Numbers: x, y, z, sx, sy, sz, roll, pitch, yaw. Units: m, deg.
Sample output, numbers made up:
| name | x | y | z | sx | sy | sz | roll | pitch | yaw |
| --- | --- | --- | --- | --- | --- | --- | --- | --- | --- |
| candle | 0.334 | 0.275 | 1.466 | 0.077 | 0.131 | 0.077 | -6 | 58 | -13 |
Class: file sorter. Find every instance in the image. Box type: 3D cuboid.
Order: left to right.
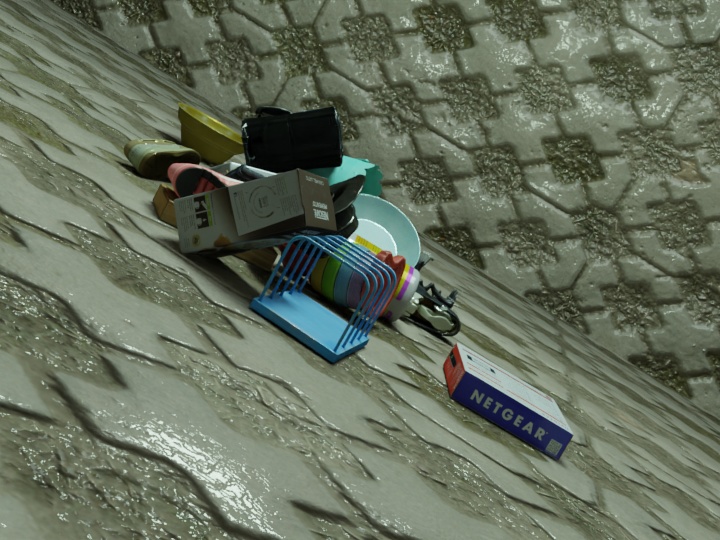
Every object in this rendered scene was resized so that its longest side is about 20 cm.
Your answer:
| name | x | y | z | sx | sy | sz | roll | pitch | yaw |
| --- | --- | --- | --- | --- | --- | --- | --- | --- | --- |
| file sorter | -0.041 | 0.029 | 1.359 | 0.138 | 0.124 | 0.200 | 33 | 9 | 10 |

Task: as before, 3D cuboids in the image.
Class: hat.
| name | x | y | z | sx | sy | sz | roll | pitch | yaw |
| --- | --- | --- | --- | --- | --- | --- | --- | --- | --- |
| hat | -0.060 | -0.068 | 1.524 | 0.082 | 0.199 | 0.201 | 57 | 0 | -20 |

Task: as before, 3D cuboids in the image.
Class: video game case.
| name | x | y | z | sx | sy | sz | roll | pitch | yaw |
| --- | --- | --- | --- | --- | --- | --- | --- | --- | --- |
| video game case | -0.203 | -0.172 | 1.908 | 0.197 | 0.024 | 0.181 | 12 | -7 | -30 |

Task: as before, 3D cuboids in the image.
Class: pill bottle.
| name | x | y | z | sx | sy | sz | roll | pitch | yaw |
| --- | --- | --- | --- | --- | --- | --- | --- | --- | --- |
| pill bottle | 0.000 | 0.000 | 1.707 | 0.198 | 0.105 | 0.104 | 30 | 9 | -6 |

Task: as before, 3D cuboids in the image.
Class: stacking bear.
| name | x | y | z | sx | sy | sz | roll | pitch | yaw |
| --- | --- | --- | --- | --- | --- | --- | --- | --- | --- |
| stacking bear | -0.043 | -0.007 | 1.603 | 0.197 | 0.116 | 0.121 | 22 | 2 | 21 |

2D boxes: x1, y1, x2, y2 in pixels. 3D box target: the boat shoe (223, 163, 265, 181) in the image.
| name | x | y | z | sx | sy | sz | roll | pitch | yaw |
| --- | --- | --- | --- | --- | --- | --- | --- | --- | --- |
| boat shoe | -0.230 | -0.141 | 1.665 | 0.198 | 0.092 | 0.071 | 22 | -5 | 36 |

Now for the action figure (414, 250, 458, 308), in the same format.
| name | x | y | z | sx | sy | sz | roll | pitch | yaw |
| --- | --- | --- | --- | --- | --- | --- | --- | --- | --- |
| action figure | 0.096 | 0.012 | 1.921 | 0.199 | 0.104 | 0.118 | 33 | -15 | -30 |

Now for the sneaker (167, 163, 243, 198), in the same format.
| name | x | y | z | sx | sy | sz | roll | pitch | yaw |
| --- | --- | --- | --- | --- | --- | --- | --- | --- | --- |
| sneaker | -0.221 | -0.127 | 1.542 | 0.198 | 0.075 | 0.087 | 26 | 6 | -37 |

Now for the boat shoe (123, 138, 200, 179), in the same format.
| name | x | y | z | sx | sy | sz | roll | pitch | yaw |
| --- | --- | --- | --- | --- | --- | --- | --- | --- | --- |
| boat shoe | -0.357 | -0.208 | 1.751 | 0.066 | 0.075 | 0.200 | 38 | 10 | 13 |

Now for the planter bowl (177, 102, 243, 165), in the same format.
| name | x | y | z | sx | sy | sz | roll | pitch | yaw |
| --- | --- | --- | --- | --- | --- | --- | --- | --- | --- |
| planter bowl | -0.356 | -0.303 | 2.246 | 0.198 | 0.084 | 0.201 | 31 | 9 | -6 |

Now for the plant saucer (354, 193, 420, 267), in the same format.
| name | x | y | z | sx | sy | sz | roll | pitch | yaw |
| --- | --- | --- | --- | --- | --- | --- | --- | --- | --- |
| plant saucer | 0.018 | -0.057 | 1.841 | 0.197 | 0.039 | 0.204 | 14 | 50 | -17 |

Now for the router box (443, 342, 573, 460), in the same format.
| name | x | y | z | sx | sy | sz | roll | pitch | yaw |
| --- | --- | --- | --- | --- | --- | --- | --- | --- | --- |
| router box | 0.231 | 0.204 | 1.544 | 0.198 | 0.049 | 0.180 | 31 | 9 | -3 |

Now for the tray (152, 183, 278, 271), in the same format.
| name | x | y | z | sx | sy | sz | roll | pitch | yaw |
| --- | --- | --- | --- | --- | --- | --- | --- | --- | --- |
| tray | -0.232 | -0.070 | 1.543 | 0.198 | 0.037 | 0.099 | 26 | 10 | -26 |

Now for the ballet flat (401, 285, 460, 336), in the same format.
| name | x | y | z | sx | sy | sz | roll | pitch | yaw |
| --- | --- | --- | --- | --- | --- | --- | --- | --- | --- |
| ballet flat | 0.112 | 0.069 | 1.829 | 0.198 | 0.074 | 0.073 | 31 | 8 | -18 |

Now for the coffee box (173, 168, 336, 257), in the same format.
| name | x | y | z | sx | sy | sz | roll | pitch | yaw |
| --- | --- | --- | --- | --- | --- | --- | --- | --- | --- |
| coffee box | -0.148 | -0.077 | 1.364 | 0.196 | 0.081 | 0.114 | -12 | -5 | 21 |

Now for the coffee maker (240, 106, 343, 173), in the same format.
| name | x | y | z | sx | sy | sz | roll | pitch | yaw |
| --- | --- | --- | --- | --- | --- | --- | --- | --- | --- |
| coffee maker | -0.134 | -0.249 | 1.927 | 0.196 | 0.137 | 0.193 | -9 | 25 | -3 |

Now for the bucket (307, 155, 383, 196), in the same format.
| name | x | y | z | sx | sy | sz | roll | pitch | yaw |
| --- | --- | --- | --- | --- | --- | --- | --- | --- | --- |
| bucket | -0.052 | -0.153 | 2.074 | 0.133 | 0.211 | 0.207 | 24 | 7 | 17 |
